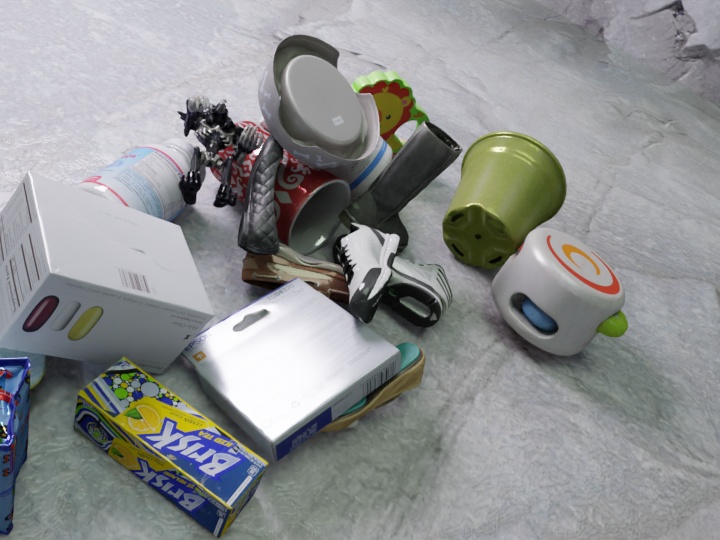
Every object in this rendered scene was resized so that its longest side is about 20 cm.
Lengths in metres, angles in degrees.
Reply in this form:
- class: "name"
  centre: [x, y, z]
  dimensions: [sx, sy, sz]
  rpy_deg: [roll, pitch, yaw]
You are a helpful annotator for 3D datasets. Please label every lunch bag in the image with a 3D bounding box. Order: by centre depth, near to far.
- class: "lunch bag"
  centre: [-0.397, 0.148, 0.581]
  dimensions: [0.198, 0.151, 0.095]
  rpy_deg: [8, 41, -20]

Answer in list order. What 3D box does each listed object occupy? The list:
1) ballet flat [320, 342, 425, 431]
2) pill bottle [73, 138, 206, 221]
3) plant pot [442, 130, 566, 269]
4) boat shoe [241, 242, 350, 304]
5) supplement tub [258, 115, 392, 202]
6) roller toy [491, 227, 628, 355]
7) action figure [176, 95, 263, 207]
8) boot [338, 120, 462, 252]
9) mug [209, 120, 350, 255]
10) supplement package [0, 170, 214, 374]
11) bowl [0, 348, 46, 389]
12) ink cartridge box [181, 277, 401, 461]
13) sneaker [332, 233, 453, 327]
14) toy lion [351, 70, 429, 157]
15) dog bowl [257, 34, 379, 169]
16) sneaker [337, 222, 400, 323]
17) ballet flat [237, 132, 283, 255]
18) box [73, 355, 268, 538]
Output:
- class: "ballet flat"
  centre: [0.002, 0.159, 0.845]
  dimensions: [0.199, 0.063, 0.069]
  rpy_deg: [-24, 38, -25]
- class: "pill bottle"
  centre: [-0.302, -0.108, 0.948]
  dimensions: [0.108, 0.109, 0.200]
  rpy_deg: [29, 39, 5]
- class: "plant pot"
  centre: [0.235, -0.108, 1.187]
  dimensions: [0.199, 0.201, 0.185]
  rpy_deg: [31, 50, 8]
- class: "boat shoe"
  centre: [-0.075, 0.022, 0.965]
  dimensions: [0.198, 0.076, 0.072]
  rpy_deg: [20, 71, -4]
- class: "supplement tub"
  centre: [-0.055, -0.220, 1.134]
  dimensions: [0.200, 0.132, 0.132]
  rpy_deg: [42, 35, -19]
- class: "roller toy"
  centre: [0.307, 0.035, 1.087]
  dimensions: [0.181, 0.140, 0.201]
  rpy_deg: [19, 34, -23]
- class: "action figure"
  centre: [-0.198, -0.184, 0.956]
  dimensions: [0.118, 0.102, 0.201]
  rpy_deg: [18, 49, -26]
- class: "boot"
  centre: [0.079, -0.126, 1.064]
  dimensions: [0.073, 0.200, 0.181]
  rpy_deg: [49, 17, 27]
- class: "mug"
  centre: [-0.127, -0.126, 1.077]
  dimensions: [0.200, 0.178, 0.134]
  rpy_deg: [38, 78, 22]
- class: "supplement package"
  centre: [-0.291, 0.010, 0.764]
  dimensions: [0.199, 0.111, 0.156]
  rpy_deg: [21, 31, -48]
- class: "bowl"
  centre: [-0.425, 0.063, 0.677]
  dimensions: [0.107, 0.200, 0.201]
  rpy_deg: [-33, 57, 1]
- class: "ink cartridge box"
  centre: [-0.087, 0.108, 0.829]
  dimensions: [0.196, 0.044, 0.199]
  rpy_deg: [-31, 45, -31]
- class: "sneaker"
  centre: [0.055, 0.007, 1.057]
  dimensions: [0.200, 0.076, 0.115]
  rpy_deg: [36, 26, 14]
- class: "toy lion"
  centre: [0.043, -0.269, 1.242]
  dimensions: [0.198, 0.192, 0.069]
  rpy_deg: [-2, 46, -30]
- class: "dog bowl"
  centre: [-0.063, -0.239, 0.996]
  dimensions: [0.199, 0.058, 0.202]
  rpy_deg: [21, 56, -36]
- class: "sneaker"
  centre: [0.000, 0.000, 0.907]
  dimensions: [0.079, 0.074, 0.200]
  rpy_deg: [24, 26, -4]
- class: "ballet flat"
  centre: [-0.129, -0.108, 0.952]
  dimensions: [0.056, 0.066, 0.202]
  rpy_deg: [16, 62, -18]
- class: "box"
  centre: [-0.200, 0.183, 0.716]
  dimensions: [0.199, 0.065, 0.070]
  rpy_deg: [33, 39, 10]
